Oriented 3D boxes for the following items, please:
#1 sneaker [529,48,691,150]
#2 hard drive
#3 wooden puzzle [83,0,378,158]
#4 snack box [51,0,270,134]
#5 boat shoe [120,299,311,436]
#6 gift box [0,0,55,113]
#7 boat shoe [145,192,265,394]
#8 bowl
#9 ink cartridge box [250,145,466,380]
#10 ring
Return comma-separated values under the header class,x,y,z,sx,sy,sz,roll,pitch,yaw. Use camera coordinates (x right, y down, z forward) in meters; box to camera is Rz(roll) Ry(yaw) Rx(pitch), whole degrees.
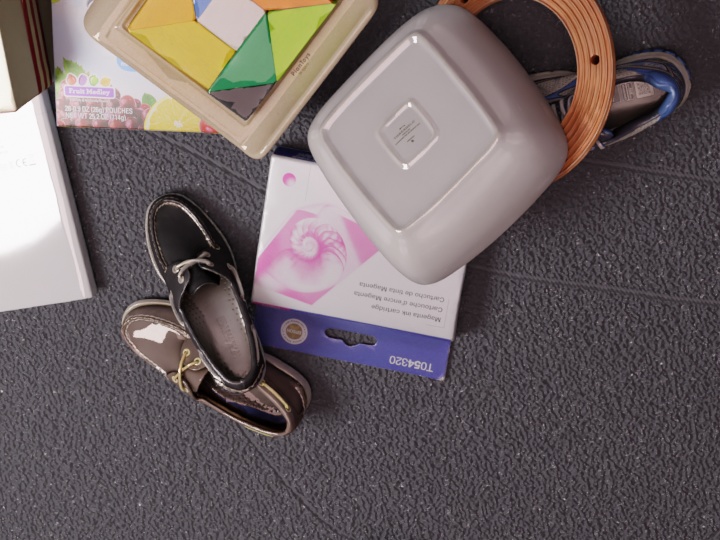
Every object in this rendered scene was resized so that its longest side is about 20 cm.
class,x,y,z,sx,sy,sz,roll,pitch,yaw
sneaker,0.190,-0.139,1.530,0.198,0.085,0.078,-21,105,15
hard drive,-0.336,-0.063,1.662,0.130,0.027,0.202,-8,107,10
wooden puzzle,-0.113,-0.220,1.500,0.199,0.037,0.185,37,107,-8
snack box,-0.172,-0.213,1.565,0.198,0.068,0.171,3,109,5
boat shoe,-0.142,0.094,1.669,0.199,0.060,0.072,29,117,-2
gift box,-0.360,-0.235,1.519,0.182,0.200,0.189,-7,107,5
boat shoe,-0.144,0.019,1.617,0.073,0.060,0.202,-21,85,-3
bowl,0.056,-0.113,1.502,0.200,0.074,0.200,-43,69,15
ink cartridge box,0.000,0.000,1.629,0.194,0.043,0.202,10,109,4
ring,0.135,-0.170,1.519,0.199,0.019,0.203,2,93,36
